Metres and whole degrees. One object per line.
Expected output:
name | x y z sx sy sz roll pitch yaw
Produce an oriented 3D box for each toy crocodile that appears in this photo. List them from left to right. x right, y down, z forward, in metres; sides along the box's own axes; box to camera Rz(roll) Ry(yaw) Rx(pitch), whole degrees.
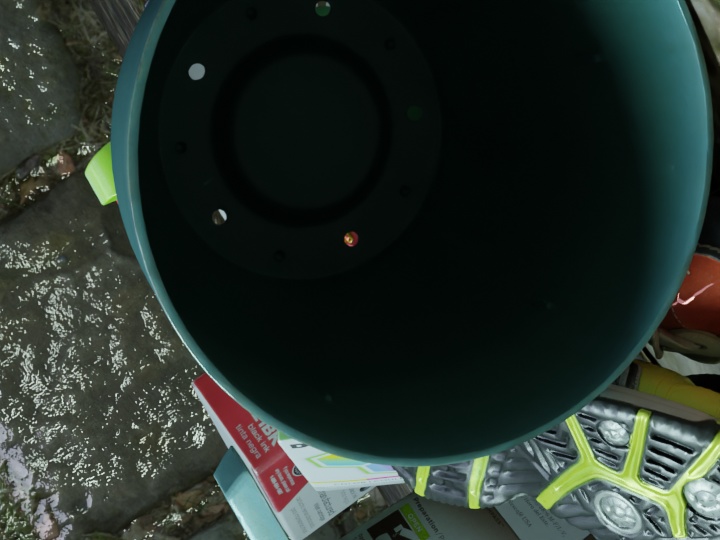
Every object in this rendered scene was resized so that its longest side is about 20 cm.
toy crocodile | -0.125 -0.054 0.980 0.068 0.061 0.200 61 174 -5

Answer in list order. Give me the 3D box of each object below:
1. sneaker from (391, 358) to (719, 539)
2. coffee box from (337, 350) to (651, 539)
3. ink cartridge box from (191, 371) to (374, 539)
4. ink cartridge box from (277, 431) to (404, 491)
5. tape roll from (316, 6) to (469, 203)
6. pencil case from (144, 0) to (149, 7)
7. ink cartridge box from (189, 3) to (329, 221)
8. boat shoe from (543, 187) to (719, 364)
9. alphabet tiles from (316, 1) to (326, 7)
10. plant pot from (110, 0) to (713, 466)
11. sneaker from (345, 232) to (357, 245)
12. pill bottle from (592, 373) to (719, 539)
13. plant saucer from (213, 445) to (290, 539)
sneaker | 0.088 0.051 0.628 0.199 0.076 0.076 9 130 47
coffee box | 0.084 0.142 0.844 0.080 0.199 0.115 54 172 28
ink cartridge box | 0.003 0.074 1.112 0.084 0.199 0.145 50 170 27
ink cartridge box | 0.009 0.072 0.920 0.200 0.103 0.060 72 -168 -71
tape roll | 0.034 -0.041 0.795 0.200 0.048 0.200 38 171 7
pencil case | -0.111 -0.187 1.263 0.089 0.088 0.200 56 174 14
ink cartridge box | -0.031 -0.075 1.005 0.126 0.128 0.200 56 172 19
boat shoe | 0.116 0.003 0.617 0.072 0.062 0.200 63 170 -22
alphabet tiles | -0.054 -0.219 0.792 0.200 0.008 0.168 41 141 41
plant pot | -0.001 -0.046 0.598 0.201 0.200 0.161 60 167 -16
sneaker | 0.000 0.000 0.961 0.077 0.199 0.073 57 -156 -12
pill bottle | 0.163 0.147 0.695 0.201 0.111 0.112 62 171 -25
plant saucer | -0.015 0.178 0.801 0.201 0.019 0.070 60 172 -9
